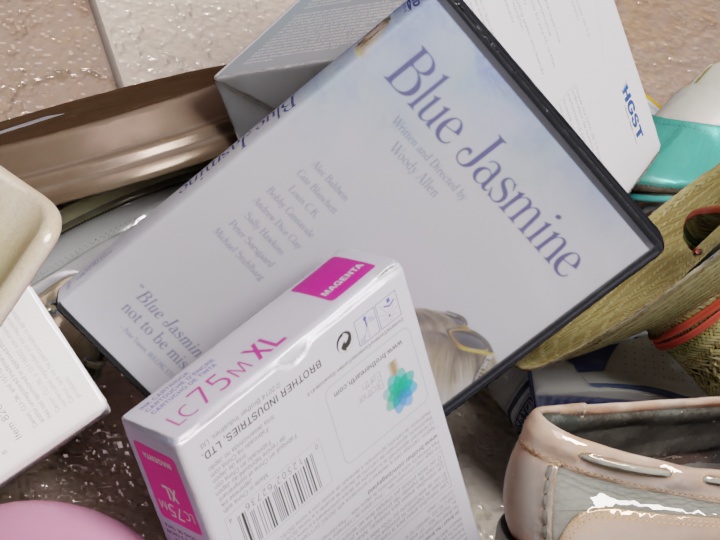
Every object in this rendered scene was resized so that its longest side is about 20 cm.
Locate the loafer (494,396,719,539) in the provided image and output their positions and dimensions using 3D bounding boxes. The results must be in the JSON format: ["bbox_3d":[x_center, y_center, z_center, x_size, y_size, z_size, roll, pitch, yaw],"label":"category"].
[{"bbox_3d":[0.140,0.067,0.755,0.198,0.063,0.072,-9,26,-24],"label":"loafer"}]

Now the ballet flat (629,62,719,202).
[{"bbox_3d":[0.192,-0.071,1.094,0.067,0.071,0.199,14,11,40],"label":"ballet flat"}]

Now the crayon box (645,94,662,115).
[{"bbox_3d":[0.051,-0.060,1.089,0.126,0.052,0.199,42,49,21],"label":"crayon box"}]

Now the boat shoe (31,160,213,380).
[{"bbox_3d":[-0.136,0.023,0.917,0.199,0.075,0.069,-30,81,-10],"label":"boat shoe"}]

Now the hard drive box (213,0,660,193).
[{"bbox_3d":[0.042,-0.067,0.938,0.076,0.157,0.200,-3,30,36],"label":"hard drive box"}]

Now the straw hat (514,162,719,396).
[{"bbox_3d":[0.165,0.007,0.872,0.085,0.201,0.201,50,48,-5],"label":"straw hat"}]

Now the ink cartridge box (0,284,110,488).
[{"bbox_3d":[-0.208,0.061,0.816,0.199,0.067,0.117,-34,90,-8],"label":"ink cartridge box"}]

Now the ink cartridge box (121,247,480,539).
[{"bbox_3d":[-0.010,0.107,0.828,0.119,0.201,0.042,-37,34,-31],"label":"ink cartridge box"}]

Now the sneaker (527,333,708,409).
[{"bbox_3d":[0.174,0.047,0.960,0.197,0.081,0.116,-2,36,5],"label":"sneaker"}]

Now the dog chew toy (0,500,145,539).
[{"bbox_3d":[-0.113,0.186,0.762,0.123,0.125,0.201,2,56,-17],"label":"dog chew toy"}]

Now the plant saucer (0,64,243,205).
[{"bbox_3d":[-0.121,-0.057,0.950,0.199,0.199,0.030,-23,103,-34],"label":"plant saucer"}]

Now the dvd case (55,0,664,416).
[{"bbox_3d":[0.000,0.000,0.842,0.143,0.200,0.018,46,16,-20],"label":"dvd case"}]

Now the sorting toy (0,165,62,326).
[{"bbox_3d":[-0.235,0.001,0.767,0.199,0.036,0.186,33,81,2],"label":"sorting toy"}]

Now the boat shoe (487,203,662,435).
[{"bbox_3d":[0.137,0.014,1.042,0.201,0.075,0.086,-25,57,-24],"label":"boat shoe"}]
